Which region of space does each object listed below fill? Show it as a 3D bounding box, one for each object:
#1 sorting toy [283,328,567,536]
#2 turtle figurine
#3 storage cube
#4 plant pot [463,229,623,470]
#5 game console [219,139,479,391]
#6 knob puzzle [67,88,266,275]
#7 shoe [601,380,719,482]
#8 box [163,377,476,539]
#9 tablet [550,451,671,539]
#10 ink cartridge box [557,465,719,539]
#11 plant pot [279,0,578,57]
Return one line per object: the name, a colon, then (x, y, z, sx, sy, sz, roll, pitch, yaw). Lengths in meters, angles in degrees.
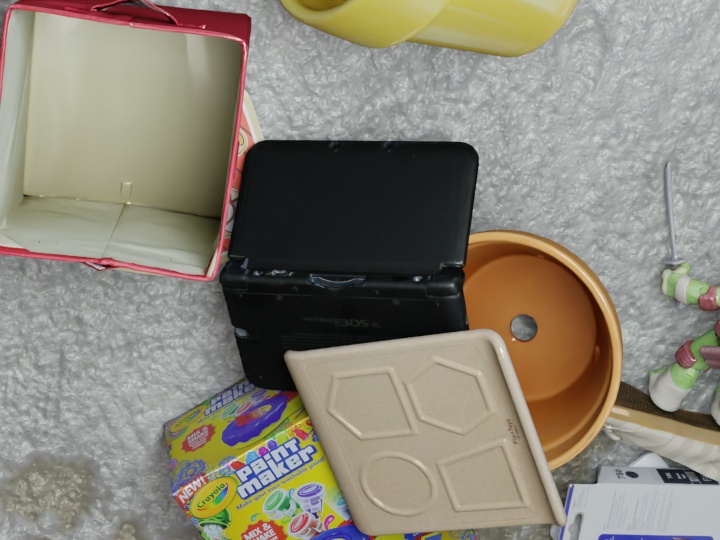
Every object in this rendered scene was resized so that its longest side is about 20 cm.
sorting toy: (0.053, 0.128, 1.347, 0.199, 0.037, 0.186, -5, 120, 30)
turtle figurine: (0.337, 0.033, 1.512, 0.143, 0.201, 0.195, -7, 139, -32)
storage cube: (-0.173, -0.110, 1.264, 0.169, 0.180, 0.202, 7, 103, -4)
plant pot: (0.126, 0.060, 1.422, 0.198, 0.140, 0.202, 2, 98, 15)
game console: (0.000, 0.000, 1.368, 0.198, 0.117, 0.177, 2, 126, 20)
knob puzzle: (-0.159, -0.074, 1.392, 0.218, 0.031, 0.221, -4, 116, -9)
shoe: (0.262, 0.145, 1.553, 0.199, 0.070, 0.054, 18, 108, -18)
box: (-0.037, 0.183, 1.488, 0.199, 0.122, 0.193, -30, 116, 4)
tablet: (0.287, 0.274, 1.652, 0.130, 0.014, 0.200, -39, 116, 8)
ink cartridge box: (0.276, 0.236, 1.603, 0.198, 0.039, 0.100, 4, 114, -14)
plant pot: (0.062, -0.249, 1.270, 0.188, 0.201, 0.202, 18, 112, -35)
